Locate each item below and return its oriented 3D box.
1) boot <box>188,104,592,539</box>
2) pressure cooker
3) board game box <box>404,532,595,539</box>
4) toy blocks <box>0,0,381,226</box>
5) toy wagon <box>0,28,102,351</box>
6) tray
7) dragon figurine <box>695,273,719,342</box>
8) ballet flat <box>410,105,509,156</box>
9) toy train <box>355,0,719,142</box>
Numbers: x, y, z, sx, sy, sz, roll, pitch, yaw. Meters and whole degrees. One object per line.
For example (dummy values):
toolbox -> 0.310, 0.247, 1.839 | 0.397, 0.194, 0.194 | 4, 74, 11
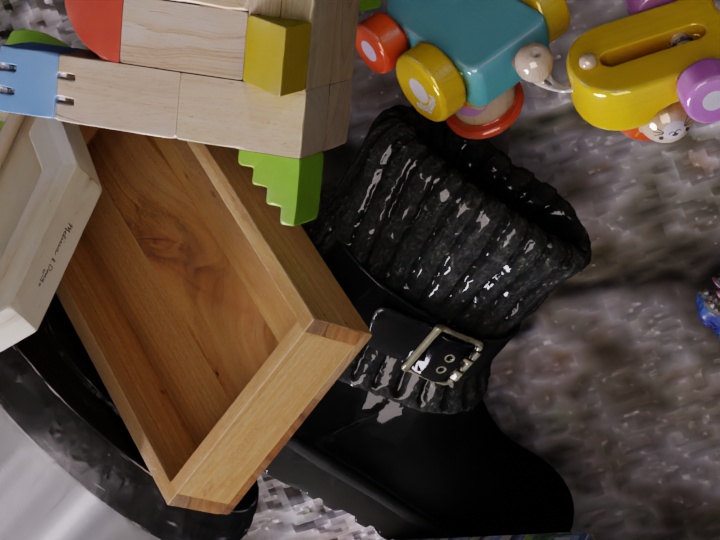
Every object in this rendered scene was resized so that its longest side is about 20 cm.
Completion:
boot -> 0.048, 0.037, 0.996 | 0.211, 0.079, 0.158 | 28, 107, -35
pressure cooker -> -0.165, 0.112, 1.013 | 0.200, 0.176, 0.179 | -46, 56, 12
board game box -> 0.038, 0.211, 0.995 | 0.199, 0.062, 0.200 | -9, 113, 39
toy blocks -> -0.069, -0.128, 0.887 | 0.136, 0.100, 0.201 | 10, 103, 18
toy wagon -> -0.200, -0.031, 0.962 | 0.199, 0.156, 0.040 | 13, 160, 30
tray -> -0.077, -0.008, 0.967 | 0.037, 0.200, 0.099 | 17, 120, -43
dragon figurine -> 0.238, 0.026, 0.996 | 0.199, 0.059, 0.100 | 22, 114, -12
ballet flat -> 0.000, 0.000, 1.031 | 0.067, 0.046, 0.200 | 15, 114, -30
toy train -> 0.100, -0.103, 0.941 | 0.199, 0.151, 0.056 | 1, 136, 16
